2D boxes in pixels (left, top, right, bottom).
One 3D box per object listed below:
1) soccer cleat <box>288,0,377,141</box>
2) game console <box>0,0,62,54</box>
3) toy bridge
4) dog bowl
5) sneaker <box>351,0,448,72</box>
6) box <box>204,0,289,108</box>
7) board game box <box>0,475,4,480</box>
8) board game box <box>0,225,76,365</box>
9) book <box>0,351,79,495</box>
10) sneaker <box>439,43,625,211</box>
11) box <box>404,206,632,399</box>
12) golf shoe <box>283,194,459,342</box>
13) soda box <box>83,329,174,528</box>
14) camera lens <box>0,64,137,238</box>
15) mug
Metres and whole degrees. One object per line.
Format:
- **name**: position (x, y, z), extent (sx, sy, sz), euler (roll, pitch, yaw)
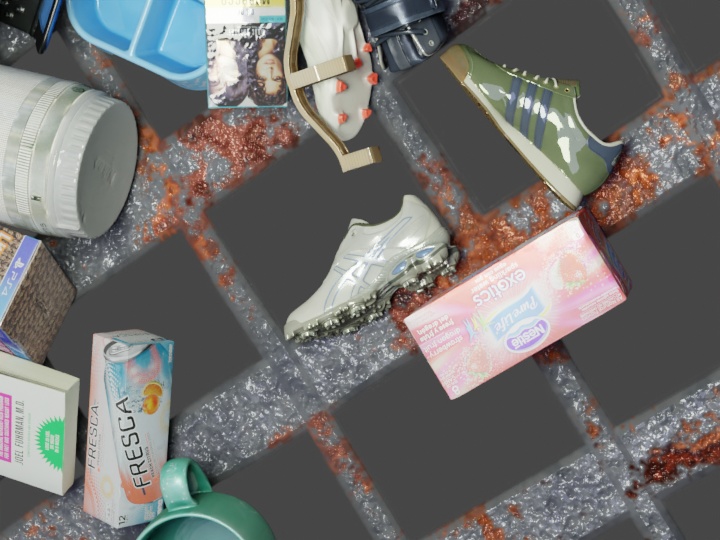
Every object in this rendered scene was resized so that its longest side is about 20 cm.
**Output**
- **soccer cleat**: position (-0.032, -0.231, 1.440), extent (0.077, 0.069, 0.201), euler (7, 107, 43)
- **game console**: position (-0.343, -0.344, 1.474), extent (0.170, 0.118, 0.201), euler (24, 102, 10)
- **toy bridge**: position (-0.039, -0.192, 1.394), extent (0.067, 0.027, 0.201), euler (-15, 94, 26)
- **dog bowl**: position (-0.217, -0.261, 1.487), extent (0.199, 0.050, 0.112), euler (25, 103, 11)
- **sneaker**: position (0.008, -0.257, 1.356), extent (0.077, 0.202, 0.147), euler (-7, 100, 41)
- **box**: position (-0.113, -0.262, 1.413), extent (0.082, 0.049, 0.201), euler (-1, 104, -1)
- **board game box**: position (-0.459, 0.183, 1.611), extent (0.200, 0.047, 0.151), euler (-38, 86, 16)
- **board game box**: position (-0.421, 0.005, 1.503), extent (0.199, 0.160, 0.097), euler (20, 73, 9)
- **book**: position (-0.397, 0.151, 1.535), extent (0.199, 0.048, 0.134), euler (15, 118, 13)
- **sneaker**: position (0.173, -0.160, 1.394), extent (0.090, 0.067, 0.200), euler (-41, 84, 5)
- **box**: position (0.155, 0.031, 1.399), extent (0.199, 0.103, 0.095), euler (-32, 88, 16)
- **golf shoe**: position (0.000, 0.000, 1.463), extent (0.199, 0.078, 0.098), euler (-30, 72, 11)
- **soda box**: position (-0.248, 0.168, 1.533), extent (0.068, 0.063, 0.202), euler (13, 103, 44)
- **camera lens**: position (-0.350, -0.126, 1.482), extent (0.199, 0.160, 0.161), euler (14, 101, 13)
- **mug**: position (-0.155, 0.297, 1.507), extent (0.151, 0.114, 0.186), euler (21, 101, 7)
